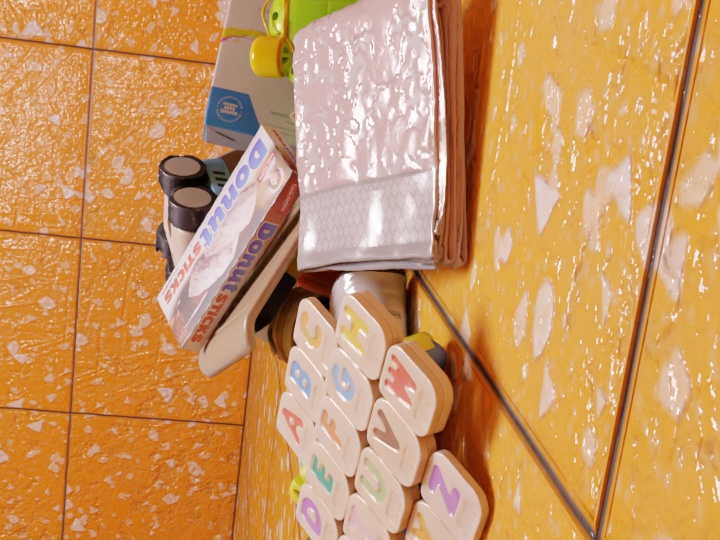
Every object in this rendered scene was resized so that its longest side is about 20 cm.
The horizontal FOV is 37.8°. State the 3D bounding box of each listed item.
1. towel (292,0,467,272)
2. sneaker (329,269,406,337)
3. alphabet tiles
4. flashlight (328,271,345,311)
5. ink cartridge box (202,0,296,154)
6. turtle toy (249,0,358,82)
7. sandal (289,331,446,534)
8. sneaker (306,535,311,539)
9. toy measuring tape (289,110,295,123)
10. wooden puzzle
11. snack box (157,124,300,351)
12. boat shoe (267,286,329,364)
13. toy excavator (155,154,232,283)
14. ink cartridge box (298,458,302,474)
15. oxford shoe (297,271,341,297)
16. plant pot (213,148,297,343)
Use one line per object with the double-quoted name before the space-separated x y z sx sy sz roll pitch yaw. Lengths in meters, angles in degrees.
"towel" 0.005 -0.095 0.734 0.199 0.032 0.194 -3 88 59
"sneaker" -0.006 0.085 0.864 0.201 0.073 0.088 104 162 -50
"alphabet tiles" 0.003 0.117 0.648 0.196 0.014 0.202 47 137 39
"flashlight" 0.000 0.000 0.900 0.068 0.067 0.201 45 147 28
"ink cartridge box" -0.086 -0.222 1.074 0.067 0.115 0.203 136 144 -78
"turtle toy" -0.024 -0.206 0.988 0.101 0.144 0.203 -2 -81 -77
"sandal" 0.018 0.123 0.712 0.087 0.079 0.201 52 141 31
"sneaker" -0.023 0.246 0.852 0.200 0.073 0.086 138 137 -78
"toy measuring tape" 0.007 -0.150 0.840 0.199 0.073 0.075 175 101 -65
"wooden puzzle" -0.071 -0.004 0.927 0.202 0.037 0.185 -64 11 -21
"snack box" -0.116 -0.026 0.934 0.201 0.024 0.072 -55 45 22
"boat shoe" -0.062 0.051 0.990 0.201 0.062 0.074 9 -82 -83
"toy excavator" -0.110 -0.067 1.077 0.195 0.197 0.101 -117 31 -51
"ink cartridge box" -0.035 0.109 1.112 0.161 0.049 0.203 -104 19 -65
"oxford shoe" -0.013 -0.039 1.034 0.201 0.070 0.073 114 177 -47
"plant pot" -0.095 -0.015 1.230 0.188 0.184 0.202 -96 1 -51
